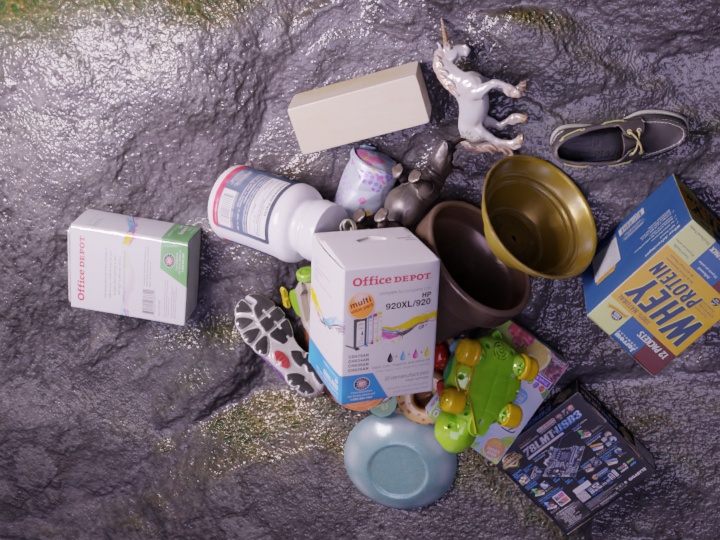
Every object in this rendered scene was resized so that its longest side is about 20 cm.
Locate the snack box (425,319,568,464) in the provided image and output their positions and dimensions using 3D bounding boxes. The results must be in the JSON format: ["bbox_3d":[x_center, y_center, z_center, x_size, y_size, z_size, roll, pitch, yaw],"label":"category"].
[{"bbox_3d":[0.217,0.185,1.643,0.142,0.053,0.201,35,96,-5],"label":"snack box"}]

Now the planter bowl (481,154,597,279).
[{"bbox_3d":[0.244,-0.062,1.518,0.199,0.201,0.083,36,143,-7],"label":"planter bowl"}]

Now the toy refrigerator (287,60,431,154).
[{"bbox_3d":[0.000,-0.241,1.522,0.197,0.070,0.077,-13,117,15],"label":"toy refrigerator"}]

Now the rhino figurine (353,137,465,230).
[{"bbox_3d":[0.083,-0.122,1.514,0.200,0.060,0.087,-47,143,3],"label":"rhino figurine"}]

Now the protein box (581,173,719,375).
[{"bbox_3d":[0.435,0.002,1.479,0.135,0.200,0.199,40,113,-9],"label":"protein box"}]

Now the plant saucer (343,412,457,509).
[{"bbox_3d":[0.066,0.335,1.766,0.198,0.039,0.204,3,112,8],"label":"plant saucer"}]

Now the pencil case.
[{"bbox_3d":[-0.010,-0.089,1.578,0.082,0.091,0.202,14,117,-21],"label":"pencil case"}]

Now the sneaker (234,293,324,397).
[{"bbox_3d":[-0.140,0.132,1.696,0.080,0.083,0.201,-37,89,-21],"label":"sneaker"}]

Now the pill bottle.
[{"bbox_3d":[-0.120,-0.079,1.539,0.198,0.119,0.121,20,118,32],"label":"pill bottle"}]

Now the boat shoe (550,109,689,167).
[{"bbox_3d":[0.376,-0.185,1.488,0.198,0.061,0.073,-7,111,12],"label":"boat shoe"}]

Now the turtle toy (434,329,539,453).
[{"bbox_3d":[0.172,0.184,1.561,0.144,0.101,0.202,17,94,-26],"label":"turtle toy"}]

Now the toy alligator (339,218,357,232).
[{"bbox_3d":[0.000,0.000,1.540,0.059,0.054,0.202,-24,120,-9],"label":"toy alligator"}]

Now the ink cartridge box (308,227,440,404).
[{"bbox_3d":[0.017,0.058,1.444,0.145,0.145,0.203,-6,113,-19],"label":"ink cartridge box"}]

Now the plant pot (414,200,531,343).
[{"bbox_3d":[0.133,0.025,1.561,0.200,0.201,0.175,38,130,-8],"label":"plant pot"}]

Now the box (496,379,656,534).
[{"bbox_3d":[0.349,0.311,1.705,0.198,0.050,0.200,44,112,-9],"label":"box"}]

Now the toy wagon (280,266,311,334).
[{"bbox_3d":[-0.064,0.070,1.616,0.039,0.200,0.157,-23,122,-23],"label":"toy wagon"}]

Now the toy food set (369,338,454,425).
[{"bbox_3d":[0.065,0.155,1.686,0.195,0.049,0.203,9,114,5],"label":"toy food set"}]

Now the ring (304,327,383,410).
[{"bbox_3d":[-0.016,0.126,1.653,0.199,0.019,0.203,15,112,42],"label":"ring"}]

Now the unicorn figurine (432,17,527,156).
[{"bbox_3d":[0.171,-0.251,1.483,0.136,0.074,0.202,8,120,17],"label":"unicorn figurine"}]

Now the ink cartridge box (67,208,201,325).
[{"bbox_3d":[-0.366,-0.006,1.667,0.197,0.088,0.147,8,113,4],"label":"ink cartridge box"}]
